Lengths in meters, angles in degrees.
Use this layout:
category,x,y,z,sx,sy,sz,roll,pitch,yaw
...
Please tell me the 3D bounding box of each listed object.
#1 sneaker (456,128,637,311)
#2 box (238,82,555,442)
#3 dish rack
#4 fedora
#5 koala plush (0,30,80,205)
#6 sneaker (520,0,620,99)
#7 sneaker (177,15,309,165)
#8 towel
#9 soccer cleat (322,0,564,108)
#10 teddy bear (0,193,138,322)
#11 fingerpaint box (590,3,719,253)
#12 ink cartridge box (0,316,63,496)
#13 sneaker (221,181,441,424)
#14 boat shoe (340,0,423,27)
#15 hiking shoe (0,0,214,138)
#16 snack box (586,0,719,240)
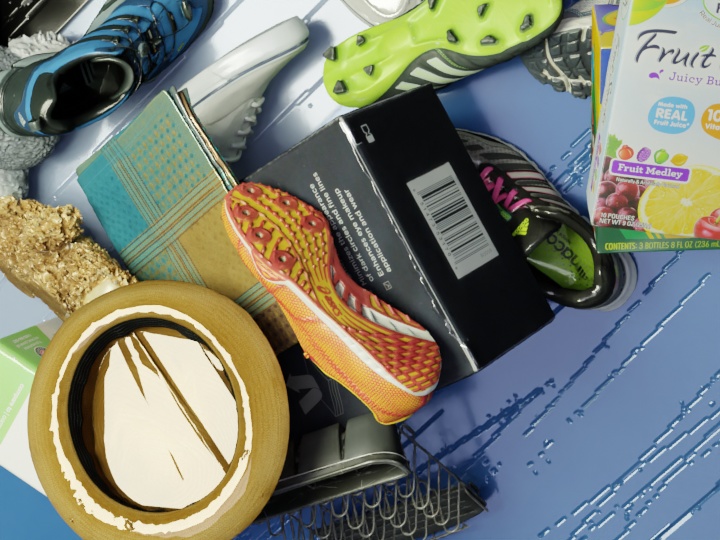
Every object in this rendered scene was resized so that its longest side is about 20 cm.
category,x,y,z,sx,sy,sz,roll,pitch,yaw
sneaker,0.118,-0.038,1.300,0.200,0.087,0.074,39,102,6
box,0.000,0.000,1.277,0.200,0.117,0.197,-28,90,41
dish rack,0.000,0.175,1.300,0.153,0.200,0.055,-19,54,22
fedora,-0.134,0.107,1.227,0.200,0.082,0.201,-3,74,11
koala plush,-0.314,-0.148,1.360,0.200,0.184,0.178,28,104,-14
sneaker,0.212,-0.189,1.273,0.199,0.078,0.087,-14,50,11
sneaker,-0.109,-0.119,1.355,0.200,0.073,0.071,-35,97,22
towel,-0.121,-0.018,1.276,0.147,0.022,0.200,-32,89,44
soccer cleat,0.065,-0.167,1.286,0.199,0.081,0.068,-17,77,29
teddy bear,-0.210,0.004,1.332,0.067,0.200,0.145,-47,118,-15
fingerpaint box,0.262,-0.101,1.224,0.199,0.073,0.167,-1,124,4
ink cartridge box,-0.192,0.129,1.353,0.200,0.145,0.084,34,102,7
sneaker,-0.031,0.024,1.190,0.200,0.073,0.077,50,141,14
boat shoe,-0.014,-0.267,1.314,0.072,0.066,0.201,-25,90,13
hiking shoe,-0.178,-0.154,1.314,0.200,0.087,0.075,-40,124,-23
snack box,0.231,-0.118,1.140,0.142,0.053,0.201,6,120,-1
